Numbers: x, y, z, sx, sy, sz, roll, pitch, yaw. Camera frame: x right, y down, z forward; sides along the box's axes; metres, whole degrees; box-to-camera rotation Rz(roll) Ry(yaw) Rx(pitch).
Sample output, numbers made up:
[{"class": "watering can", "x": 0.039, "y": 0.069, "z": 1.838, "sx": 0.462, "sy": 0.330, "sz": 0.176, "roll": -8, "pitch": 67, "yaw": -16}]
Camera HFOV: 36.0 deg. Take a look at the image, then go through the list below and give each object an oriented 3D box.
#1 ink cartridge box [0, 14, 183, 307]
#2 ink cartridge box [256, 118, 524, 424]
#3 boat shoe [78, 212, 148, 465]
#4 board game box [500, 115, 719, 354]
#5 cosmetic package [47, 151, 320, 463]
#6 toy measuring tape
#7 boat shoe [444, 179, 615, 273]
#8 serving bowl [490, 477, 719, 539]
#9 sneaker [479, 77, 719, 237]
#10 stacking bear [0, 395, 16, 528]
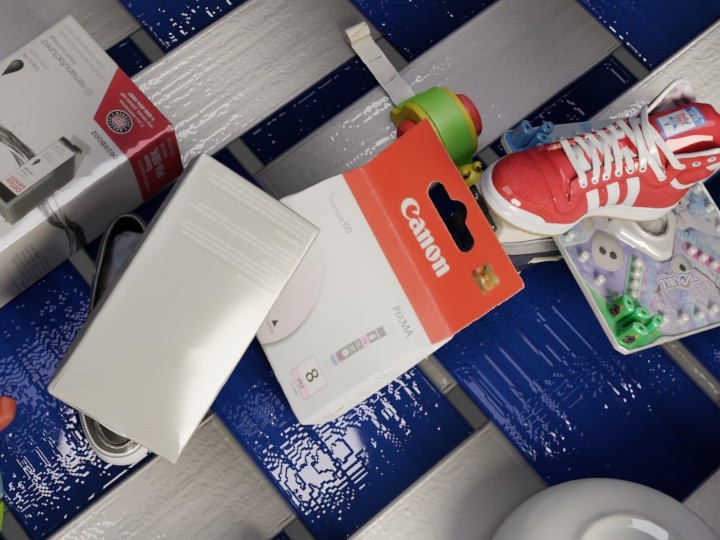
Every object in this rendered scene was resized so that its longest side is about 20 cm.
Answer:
[{"class": "ink cartridge box", "x": -0.270, "y": -0.090, "z": 0.911, "sx": 0.200, "sy": 0.083, "sz": 0.147, "roll": -40, "pitch": 76, "yaw": -16}, {"class": "ink cartridge box", "x": 0.000, "y": 0.000, "z": 0.850, "sx": 0.200, "sy": 0.057, "sz": 0.163, "roll": -38, "pitch": 69, "yaw": 27}, {"class": "boat shoe", "x": -0.185, "y": 0.048, "z": 0.868, "sx": 0.070, "sy": 0.066, "sz": 0.200, "roll": 4, "pitch": 68, "yaw": 0}, {"class": "board game box", "x": 0.232, "y": -0.043, "z": 0.894, "sx": 0.200, "sy": 0.026, "sz": 0.200, "roll": -11, "pitch": 66, "yaw": -37}, {"class": "cosmetic package", "x": -0.128, "y": 0.025, "z": 0.801, "sx": 0.107, "sy": 0.090, "sz": 0.200, "roll": 35, "pitch": 87, "yaw": -13}, {"class": "toy measuring tape", "x": 0.047, "y": -0.151, "z": 0.954, "sx": 0.074, "sy": 0.074, "sz": 0.200, "roll": -29, "pitch": 73, "yaw": -13}, {"class": "boat shoe", "x": 0.147, "y": -0.036, "z": 0.918, "sx": 0.200, "sy": 0.093, "sz": 0.075, "roll": -3, "pitch": 60, "yaw": -34}, {"class": "serving bowl", "x": 0.184, "y": 0.225, "z": 0.776, "sx": 0.200, "sy": 0.066, "sz": 0.200, "roll": 4, "pitch": 47, "yaw": -4}, {"class": "sneaker", "x": 0.185, "y": -0.082, "z": 0.796, "sx": 0.200, "sy": 0.112, "sz": 0.071, "roll": -7, "pitch": 65, "yaw": -36}, {"class": "stacking bear", "x": -0.308, "y": 0.194, "z": 0.785, "sx": 0.121, "sy": 0.114, "sz": 0.200, "roll": 0, "pitch": 79, "yaw": -17}]
